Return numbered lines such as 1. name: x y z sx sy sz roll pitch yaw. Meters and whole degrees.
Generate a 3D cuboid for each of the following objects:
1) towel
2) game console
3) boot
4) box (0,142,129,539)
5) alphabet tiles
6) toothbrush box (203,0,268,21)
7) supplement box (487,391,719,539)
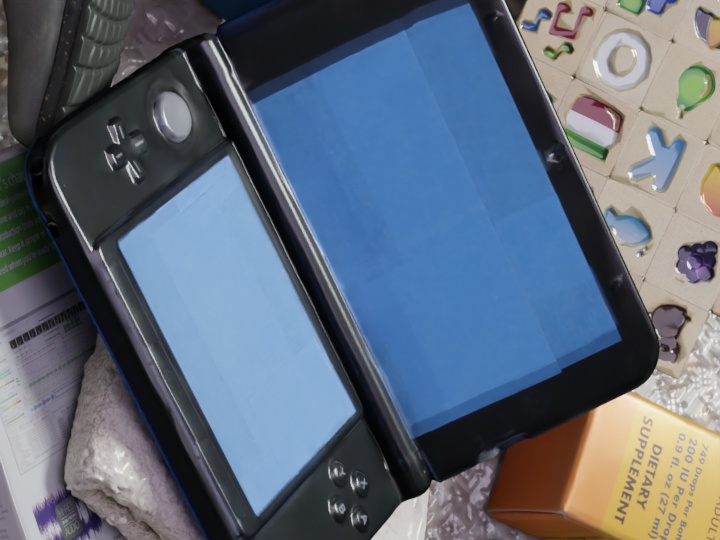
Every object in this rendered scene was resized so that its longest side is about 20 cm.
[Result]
1. towel: -0.035 0.074 0.918 0.200 0.034 0.133 44 41 -39
2. game console: 0.000 0.000 0.868 0.201 0.118 0.171 63 33 -12
3. boot: -0.148 -0.145 0.867 0.130 0.068 0.201 6 93 6
4. box: -0.110 0.053 0.880 0.144 0.036 0.201 -33 109 -64
5. alphabet tiles: 0.138 -0.064 1.051 0.166 0.006 0.201 25 88 -4
6. toothbrush box: -0.072 -0.224 0.965 0.200 0.085 0.147 40 66 -19
7. supplement box: 0.159 0.114 1.052 0.200 0.069 0.067 26 73 -25
